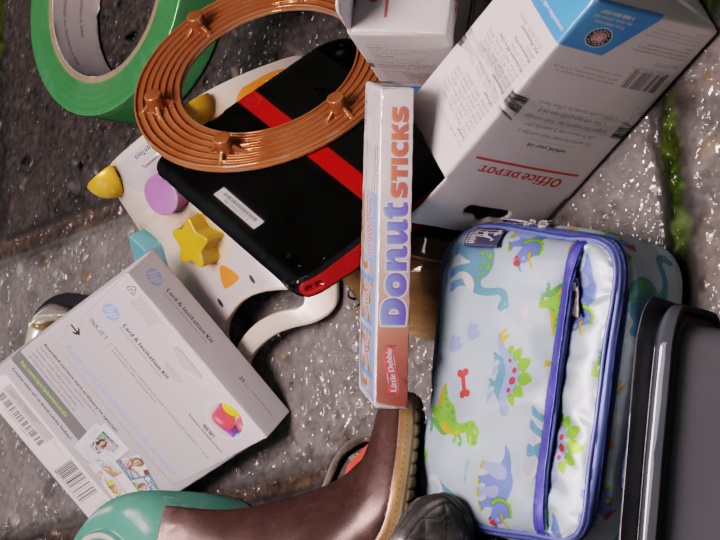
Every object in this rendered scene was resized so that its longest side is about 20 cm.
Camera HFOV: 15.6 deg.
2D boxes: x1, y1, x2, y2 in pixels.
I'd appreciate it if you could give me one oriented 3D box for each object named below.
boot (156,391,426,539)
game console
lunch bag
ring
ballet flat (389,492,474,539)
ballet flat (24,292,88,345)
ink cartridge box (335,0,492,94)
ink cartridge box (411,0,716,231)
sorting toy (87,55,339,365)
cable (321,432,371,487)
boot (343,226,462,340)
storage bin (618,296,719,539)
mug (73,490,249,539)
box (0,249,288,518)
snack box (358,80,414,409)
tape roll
[{"bbox_3d":[-0.049,0.164,1.695,0.166,0.072,0.201,10,79,12],"label":"boot"},{"bbox_3d":[-0.021,-0.073,1.783,0.177,0.031,0.200,-36,43,-14],"label":"game console"},{"bbox_3d":[0.119,0.070,1.643,0.160,0.082,0.201,10,92,46],"label":"lunch bag"},{"bbox_3d":[-0.066,-0.144,1.838,0.200,0.019,0.201,-13,42,12],"label":"ring"},{"bbox_3d":[0.047,0.230,1.666,0.066,0.057,0.201,20,128,43],"label":"ballet flat"},{"bbox_3d":[-0.217,0.058,2.036,0.200,0.073,0.073,22,100,49],"label":"ballet flat"},{"bbox_3d":[0.039,-0.188,1.685,0.066,0.200,0.116,4,80,11],"label":"ink cartridge box"},{"bbox_3d":[0.113,-0.113,1.652,0.200,0.116,0.068,-49,51,31],"label":"ink cartridge box"},{"bbox_3d":[-0.092,-0.025,1.908,0.200,0.107,0.181,-36,77,39],"label":"sorting toy"},{"bbox_3d":[-0.028,0.171,1.748,0.200,0.050,0.097,-33,53,-8],"label":"cable"},{"bbox_3d":[0.000,0.000,1.784,0.199,0.073,0.076,14,105,35],"label":"boot"},{"bbox_3d":[0.229,0.124,1.480,0.134,0.145,0.201,5,87,22],"label":"storage bin"},{"bbox_3d":[-0.138,0.244,1.877,0.152,0.114,0.185,-59,45,23],"label":"mug"},{"bbox_3d":[-0.169,0.094,1.931,0.156,0.041,0.200,50,132,-6],"label":"box"},{"bbox_3d":[0.016,-0.017,1.664,0.072,0.024,0.201,-141,52,-79],"label":"snack box"},{"bbox_3d":[-0.182,-0.217,2.061,0.200,0.048,0.201,-11,75,48],"label":"tape roll"}]
